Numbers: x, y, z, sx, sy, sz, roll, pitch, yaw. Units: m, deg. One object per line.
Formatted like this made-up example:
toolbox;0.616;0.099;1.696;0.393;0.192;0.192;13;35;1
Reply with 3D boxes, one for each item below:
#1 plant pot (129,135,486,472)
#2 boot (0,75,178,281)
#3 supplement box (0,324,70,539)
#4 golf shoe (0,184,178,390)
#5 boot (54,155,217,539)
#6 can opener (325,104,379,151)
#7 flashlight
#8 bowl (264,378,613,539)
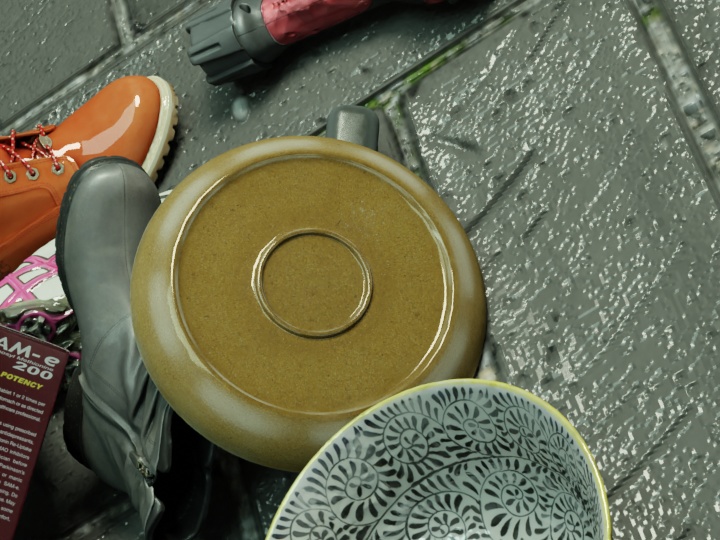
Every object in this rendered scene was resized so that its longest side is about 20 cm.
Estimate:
plant pot;-0.026;0.011;1.161;0.198;0.028;0.202;3;64;-7
boot;-0.207;-0.062;1.361;0.200;0.107;0.075;-44;46;3
supplement box;-0.232;0.138;1.221;0.109;0.060;0.202;150;137;-67
golf shoe;-0.178;0.016;1.325;0.199;0.073;0.092;-25;33;14
boot;-0.116;0.045;1.197;0.131;0.069;0.202;32;128;56
can opener;0.000;0.000;1.224;0.066;0.053;0.202;1;61;-3
flashlight;-0.016;-0.170;1.314;0.199;0.068;0.068;-21;49;23
bowl;0.053;0.165;1.050;0.199;0.094;0.202;-18;54;26
